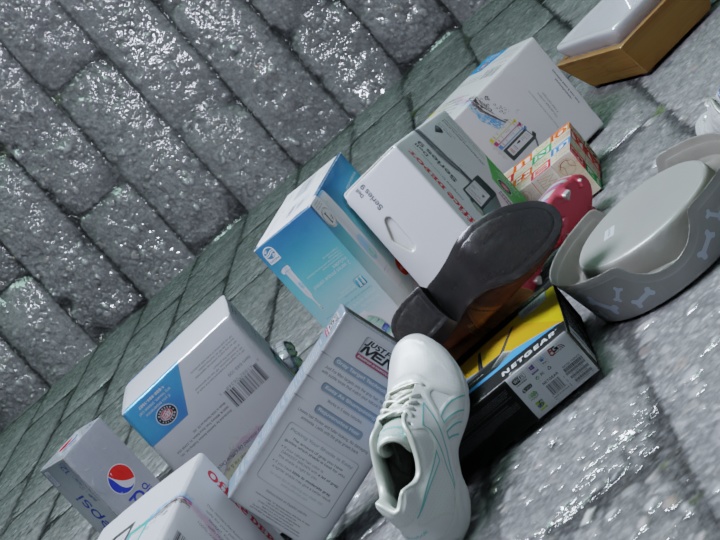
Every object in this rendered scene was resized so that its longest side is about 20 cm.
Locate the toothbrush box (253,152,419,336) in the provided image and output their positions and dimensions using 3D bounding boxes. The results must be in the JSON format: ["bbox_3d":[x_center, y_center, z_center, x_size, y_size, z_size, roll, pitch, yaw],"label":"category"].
[{"bbox_3d":[0.000,0.000,1.591,0.085,0.200,0.147,-35,12,25],"label":"toothbrush box"}]

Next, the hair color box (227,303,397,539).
[{"bbox_3d":[-0.029,0.144,1.406,0.201,0.098,0.061,-57,7,4],"label":"hair color box"}]

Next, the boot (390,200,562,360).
[{"bbox_3d":[0.134,0.021,1.425,0.189,0.069,0.200,-49,-23,10],"label":"boot"}]

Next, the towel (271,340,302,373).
[{"bbox_3d":[-0.128,0.161,1.763,0.165,0.086,0.200,-35,-3,-2],"label":"towel"}]

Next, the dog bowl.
[{"bbox_3d":[0.263,-0.035,1.370,0.200,0.059,0.200,-41,11,10],"label":"dog bowl"}]

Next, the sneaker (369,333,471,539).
[{"bbox_3d":[0.046,0.130,1.258,0.070,0.080,0.202,-27,46,27],"label":"sneaker"}]

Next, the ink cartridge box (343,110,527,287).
[{"bbox_3d":[0.084,-0.074,1.622,0.084,0.146,0.200,-43,0,24],"label":"ink cartridge box"}]

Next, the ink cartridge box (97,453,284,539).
[{"bbox_3d":[-0.167,0.299,1.383,0.146,0.147,0.200,-38,12,21],"label":"ink cartridge box"}]

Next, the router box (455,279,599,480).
[{"bbox_3d":[0.115,0.109,1.360,0.200,0.051,0.149,-41,11,11],"label":"router box"}]

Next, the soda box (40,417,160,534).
[{"bbox_3d":[-0.248,0.258,1.658,0.063,0.200,0.068,-29,16,50],"label":"soda box"}]

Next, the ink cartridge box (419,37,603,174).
[{"bbox_3d":[0.168,-0.162,1.919,0.200,0.145,0.147,-45,12,-13],"label":"ink cartridge box"}]

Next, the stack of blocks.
[{"bbox_3d":[0.183,-0.074,1.771,0.199,0.059,0.115,-39,12,19],"label":"stack of blocks"}]

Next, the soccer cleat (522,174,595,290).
[{"bbox_3d":[0.177,-0.033,1.598,0.076,0.067,0.200,1,41,42],"label":"soccer cleat"}]

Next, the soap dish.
[{"bbox_3d":[0.358,-0.319,2.010,0.157,0.081,0.200,-45,12,-11],"label":"soap dish"}]

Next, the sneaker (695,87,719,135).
[{"bbox_3d":[0.349,-0.139,1.392,0.074,0.087,0.200,-44,11,-2],"label":"sneaker"}]

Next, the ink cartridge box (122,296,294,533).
[{"bbox_3d":[-0.125,0.157,1.579,0.147,0.200,0.146,-42,10,-1],"label":"ink cartridge box"}]
